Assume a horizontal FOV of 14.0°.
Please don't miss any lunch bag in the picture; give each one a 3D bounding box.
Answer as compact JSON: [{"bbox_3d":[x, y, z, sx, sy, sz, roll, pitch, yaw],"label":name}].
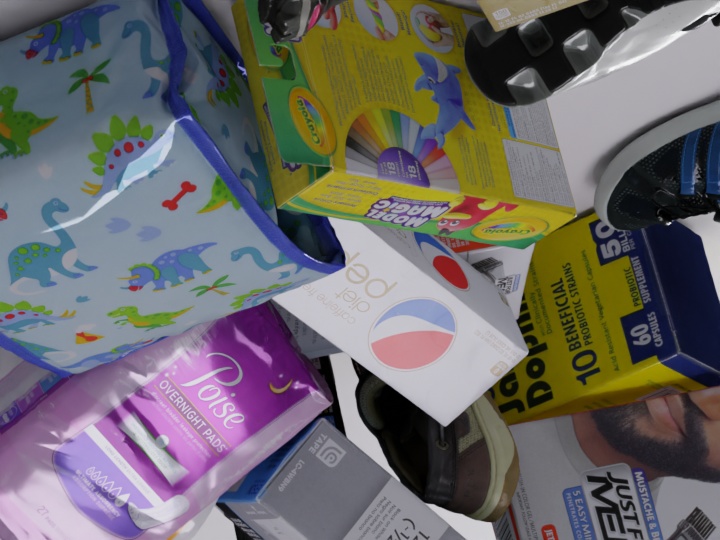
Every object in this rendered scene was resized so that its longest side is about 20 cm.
[{"bbox_3d":[-0.120,-0.033,1.459,0.170,0.128,0.200,-20,138,15],"label":"lunch bag"}]

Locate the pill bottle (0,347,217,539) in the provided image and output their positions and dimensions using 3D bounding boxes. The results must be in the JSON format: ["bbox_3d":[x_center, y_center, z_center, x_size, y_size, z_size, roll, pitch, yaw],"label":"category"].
[{"bbox_3d":[-0.182,0.084,1.687,0.200,0.112,0.112,27,137,-30],"label":"pill bottle"}]

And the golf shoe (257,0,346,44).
[{"bbox_3d":[-0.007,-0.183,1.295,0.088,0.077,0.200,-28,165,-21],"label":"golf shoe"}]

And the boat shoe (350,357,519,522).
[{"bbox_3d":[0.030,0.071,1.746,0.065,0.200,0.073,12,115,-32],"label":"boat shoe"}]

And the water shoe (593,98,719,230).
[{"bbox_3d":[0.220,-0.055,1.684,0.200,0.079,0.071,-29,153,32],"label":"water shoe"}]

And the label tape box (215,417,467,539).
[{"bbox_3d":[0.017,0.171,1.679,0.066,0.200,0.143,-49,-172,-13],"label":"label tape box"}]

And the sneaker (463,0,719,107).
[{"bbox_3d":[0.149,-0.150,1.457,0.200,0.074,0.088,-28,172,25],"label":"sneaker"}]

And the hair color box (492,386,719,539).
[{"bbox_3d":[0.182,0.137,1.764,0.199,0.111,0.064,-10,158,-12],"label":"hair color box"}]

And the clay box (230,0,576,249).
[{"bbox_3d":[0.013,-0.081,1.461,0.200,0.115,0.048,9,149,-41],"label":"clay box"}]

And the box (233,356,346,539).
[{"bbox_3d":[-0.046,0.134,1.864,0.049,0.160,0.200,-9,157,-14],"label":"box"}]

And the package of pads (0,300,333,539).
[{"bbox_3d":[-0.124,0.083,1.599,0.200,0.076,0.121,-39,122,0],"label":"package of pads"}]

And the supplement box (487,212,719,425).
[{"bbox_3d":[0.120,0.051,1.832,0.200,0.109,0.109,-25,155,23],"label":"supplement box"}]

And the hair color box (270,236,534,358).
[{"bbox_3d":[-0.005,-0.002,1.700,0.199,0.064,0.111,-9,155,-7],"label":"hair color box"}]

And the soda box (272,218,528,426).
[{"bbox_3d":[0.000,0.000,1.597,0.068,0.064,0.200,-41,126,16],"label":"soda box"}]

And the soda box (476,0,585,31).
[{"bbox_3d":[0.141,-0.182,1.368,0.200,0.064,0.068,-18,157,10],"label":"soda box"}]
